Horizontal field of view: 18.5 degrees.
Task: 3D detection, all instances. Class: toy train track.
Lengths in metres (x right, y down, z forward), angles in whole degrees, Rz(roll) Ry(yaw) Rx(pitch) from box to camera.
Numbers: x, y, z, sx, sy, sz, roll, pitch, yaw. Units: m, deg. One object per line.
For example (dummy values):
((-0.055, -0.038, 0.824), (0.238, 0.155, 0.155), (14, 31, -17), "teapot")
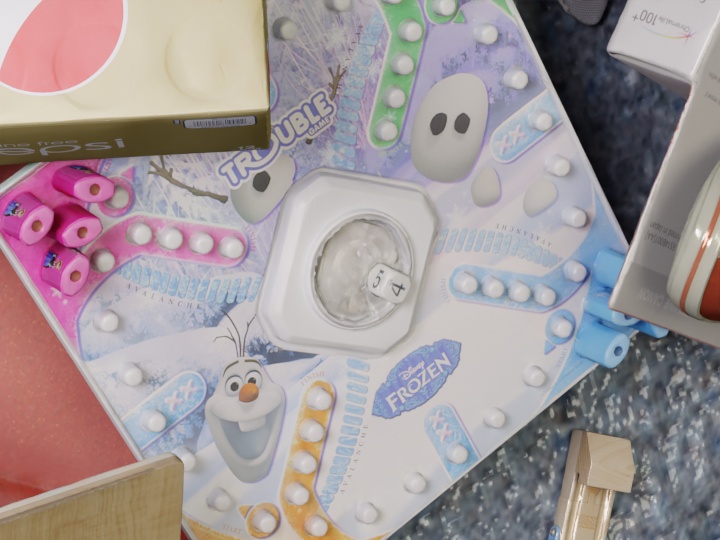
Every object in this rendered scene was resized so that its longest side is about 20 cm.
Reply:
((0.084, 0.166, 0.896), (0.114, 0.032, 0.202), (13, 87, -31), "toy train track")

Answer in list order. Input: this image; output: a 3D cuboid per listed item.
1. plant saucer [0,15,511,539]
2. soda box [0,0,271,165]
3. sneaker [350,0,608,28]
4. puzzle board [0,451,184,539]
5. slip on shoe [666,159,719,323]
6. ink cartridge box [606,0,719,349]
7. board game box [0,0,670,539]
((-0.064, 0.007, 0.777), (0.199, 0.037, 0.201), (19, 92, -31), "plant saucer")
((-0.127, -0.069, 0.672), (0.198, 0.064, 0.068), (-3, 83, -3), "soda box")
((0.063, -0.123, 0.829), (0.200, 0.075, 0.115), (-48, 113, -22), "sneaker")
((-0.130, 0.160, 0.731), (0.150, 0.017, 0.201), (-17, 130, -32), "puzzle board")
((0.178, -0.008, 0.831), (0.199, 0.061, 0.075), (4, 109, -53), "slip on shoe")
((0.156, -0.058, 0.864), (0.200, 0.045, 0.177), (19, 95, -56), "ink cartridge box")
((0.000, 0.000, 0.771), (0.200, 0.026, 0.201), (-37, 119, -15), "board game box")
